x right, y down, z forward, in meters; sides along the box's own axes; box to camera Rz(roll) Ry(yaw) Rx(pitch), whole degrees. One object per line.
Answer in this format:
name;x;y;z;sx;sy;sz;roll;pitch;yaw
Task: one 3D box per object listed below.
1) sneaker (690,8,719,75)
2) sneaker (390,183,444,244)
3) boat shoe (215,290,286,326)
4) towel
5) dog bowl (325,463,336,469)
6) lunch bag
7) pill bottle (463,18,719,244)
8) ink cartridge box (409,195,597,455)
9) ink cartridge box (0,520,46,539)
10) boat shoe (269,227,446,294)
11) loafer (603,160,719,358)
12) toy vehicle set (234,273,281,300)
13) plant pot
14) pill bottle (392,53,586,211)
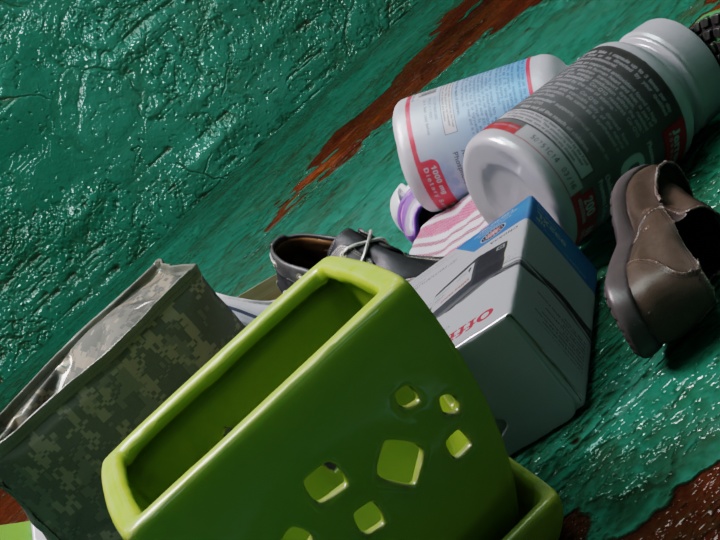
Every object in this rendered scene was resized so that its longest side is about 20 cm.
sneaker;0.340;-0.189;1.179;0.200;0.078;0.085;-10;25;51
sneaker;0.112;-0.086;1.494;0.200;0.080;0.089;-42;18;21
boat shoe;-0.037;0.042;1.203;0.074;0.199;0.067;155;132;-73
towel;0.079;-0.007;1.308;0.146;0.030;0.200;-35;25;43
dog bowl;-0.053;0.191;1.063;0.200;0.059;0.200;-40;12;10
lunch bag;-0.152;0.119;1.089;0.200;0.164;0.117;-44;18;-17
pill bottle;0.186;-0.107;1.207;0.200;0.114;0.114;-37;10;-23
ink cartridge box;0.081;0.052;1.072;0.145;0.084;0.200;-35;14;23
ink cartridge box;-0.249;0.216;1.186;0.199;0.076;0.148;-7;37;-13
boat shoe;0.000;0.000;1.275;0.199;0.068;0.072;1;26;46
loafer;0.205;-0.014;0.990;0.071;0.073;0.200;-24;24;24
toy vehicle set;-0.144;0.064;1.334;0.124;0.027;0.200;-34;0;32
plant pot;-0.013;0.125;0.880;0.199;0.182;0.200;-43;13;-6
pill bottle;0.138;-0.130;1.395;0.199;0.109;0.109;-16;20;18
